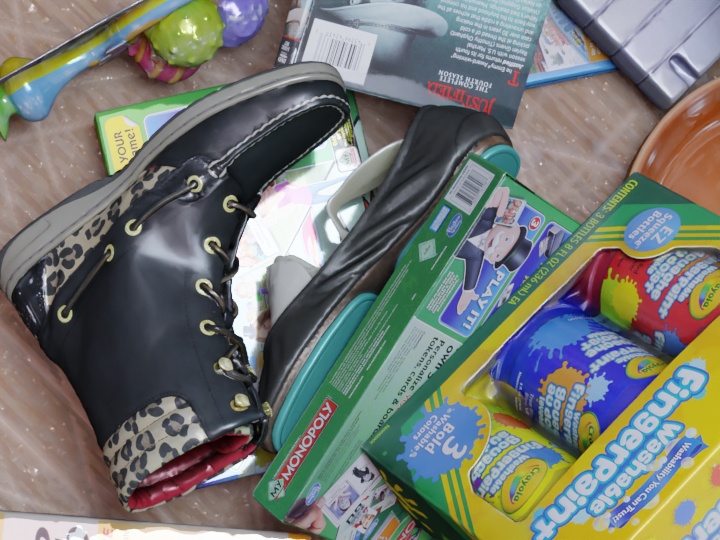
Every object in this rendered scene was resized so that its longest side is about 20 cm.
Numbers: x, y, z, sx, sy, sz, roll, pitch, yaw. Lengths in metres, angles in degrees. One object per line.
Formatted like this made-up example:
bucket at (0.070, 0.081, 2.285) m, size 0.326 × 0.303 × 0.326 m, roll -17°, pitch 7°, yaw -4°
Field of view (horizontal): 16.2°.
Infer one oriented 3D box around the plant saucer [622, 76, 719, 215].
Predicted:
plant saucer at (0.231, -0.010, 1.346) m, size 0.200 × 0.032 × 0.201 m, roll 2°, pitch 78°, yaw -10°

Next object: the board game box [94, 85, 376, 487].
board game box at (-0.051, 0.002, 1.314) m, size 0.134 × 0.029 × 0.200 m, roll -13°, pitch 86°, yaw -9°

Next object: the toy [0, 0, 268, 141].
toy at (-0.101, -0.118, 1.286) m, size 0.200 × 0.115 × 0.047 m, roll -26°, pitch 94°, yaw -9°

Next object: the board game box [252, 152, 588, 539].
board game box at (0.047, 0.054, 1.265) m, size 0.029 × 0.135 × 0.200 m, roll 35°, pitch 94°, yaw 41°

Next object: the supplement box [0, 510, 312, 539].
supplement box at (-0.129, 0.187, 1.269) m, size 0.200 × 0.074 × 0.126 m, roll 4°, pitch 83°, yaw -6°

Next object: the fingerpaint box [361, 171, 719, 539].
fingerpaint box at (0.128, 0.068, 1.199) m, size 0.200 × 0.167 × 0.073 m, roll -44°, pitch 131°, yaw -10°

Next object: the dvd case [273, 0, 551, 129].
dvd case at (0.045, -0.181, 1.269) m, size 0.146 × 0.022 × 0.200 m, roll 10°, pitch 98°, yaw -35°

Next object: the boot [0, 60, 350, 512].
boot at (-0.067, 0.008, 1.225) m, size 0.203 × 0.073 × 0.154 m, roll -33°, pitch 65°, yaw 11°

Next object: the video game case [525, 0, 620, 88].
video game case at (0.117, -0.176, 1.365) m, size 0.200 × 0.018 × 0.143 m, roll -12°, pitch 86°, yaw -8°

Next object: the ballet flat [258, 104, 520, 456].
ballet flat at (0.000, 0.000, 1.264) m, size 0.068 × 0.068 × 0.200 m, roll 36°, pitch 85°, yaw 31°

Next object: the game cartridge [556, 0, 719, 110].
game cartridge at (0.187, -0.199, 1.351) m, size 0.200 × 0.038 × 0.130 m, roll -44°, pitch 87°, yaw -10°
